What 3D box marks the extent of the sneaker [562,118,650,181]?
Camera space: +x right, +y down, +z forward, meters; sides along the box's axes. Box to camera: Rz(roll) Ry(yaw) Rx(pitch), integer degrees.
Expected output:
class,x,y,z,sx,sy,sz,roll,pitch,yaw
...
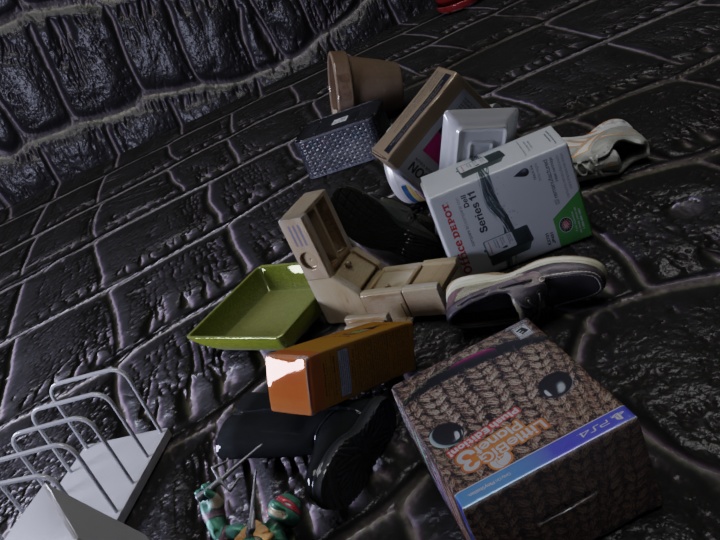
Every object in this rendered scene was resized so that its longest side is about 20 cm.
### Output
class,x,y,z,sx,sy,sz,roll,pitch,yaw
sneaker,0.348,-0.169,1.207,0.199,0.076,0.092,-27,29,-4

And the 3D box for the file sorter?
class,x,y,z,sx,sy,sz,roll,pitch,yaw
file sorter,-0.351,0.235,0.961,0.137,0.125,0.201,-15,26,19

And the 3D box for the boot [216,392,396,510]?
class,x,y,z,sx,sy,sz,roll,pitch,yaw
boot,-0.080,0.192,0.864,0.198,0.066,0.165,-2,20,29

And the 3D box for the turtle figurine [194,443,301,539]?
class,x,y,z,sx,sy,sz,roll,pitch,yaw
turtle figurine,-0.112,0.262,0.724,0.201,0.101,0.149,-55,21,-24

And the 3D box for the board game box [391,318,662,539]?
class,x,y,z,sx,sy,sz,roll,pitch,yaw
board game box,0.139,0.154,0.714,0.158,0.098,0.200,-26,24,-5

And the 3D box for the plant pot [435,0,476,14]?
class,x,y,z,sx,sy,sz,roll,pitch,yaw
plant pot,0.328,-1.025,2.793,0.199,0.184,0.201,-19,26,9

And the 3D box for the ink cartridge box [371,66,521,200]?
class,x,y,z,sx,sy,sz,roll,pitch,yaw
ink cartridge box,0.145,-0.177,1.193,0.165,0.199,0.075,-51,27,4

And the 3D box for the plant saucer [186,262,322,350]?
class,x,y,z,sx,sy,sz,roll,pitch,yaw
plant saucer,-0.131,0.060,1.204,0.198,0.048,0.200,-4,32,37

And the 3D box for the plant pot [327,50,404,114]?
class,x,y,z,sx,sy,sz,roll,pitch,yaw
plant pot,0.014,-0.451,1.957,0.173,0.202,0.201,-8,24,-5

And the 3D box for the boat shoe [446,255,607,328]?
class,x,y,z,sx,sy,sz,roll,pitch,yaw
boat shoe,0.196,0.034,0.945,0.198,0.072,0.065,-9,40,22

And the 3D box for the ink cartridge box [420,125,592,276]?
class,x,y,z,sx,sy,sz,roll,pitch,yaw
ink cartridge box,0.198,-0.088,1.087,0.198,0.148,0.083,-21,26,8

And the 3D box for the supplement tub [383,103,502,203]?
class,x,y,z,sx,sy,sz,roll,pitch,yaw
supplement tub,0.153,-0.203,1.358,0.198,0.146,0.145,-10,28,27

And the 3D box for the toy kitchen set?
class,x,y,z,sx,sy,sz,roll,pitch,yaw
toy kitchen set,0.000,0.000,1.047,0.198,0.182,0.163,-7,30,35

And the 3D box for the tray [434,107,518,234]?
class,x,y,z,sx,sy,sz,roll,pitch,yaw
tray,0.165,-0.134,1.126,0.106,0.202,0.022,-4,36,-7

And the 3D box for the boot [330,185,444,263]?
class,x,y,z,sx,sy,sz,roll,pitch,yaw
boot,0.035,-0.079,1.199,0.068,0.199,0.131,-54,19,19

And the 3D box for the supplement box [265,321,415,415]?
class,x,y,z,sx,sy,sz,roll,pitch,yaw
supplement box,-0.016,0.106,0.901,0.066,0.070,0.199,-3,8,39

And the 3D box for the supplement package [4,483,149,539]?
class,x,y,z,sx,sy,sz,roll,pitch,yaw
supplement package,-0.265,0.310,0.662,0.119,0.121,0.201,15,68,55

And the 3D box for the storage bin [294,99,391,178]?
class,x,y,z,sx,sy,sz,roll,pitch,yaw
storage bin,-0.035,-0.298,1.777,0.198,0.094,0.136,-16,25,18
